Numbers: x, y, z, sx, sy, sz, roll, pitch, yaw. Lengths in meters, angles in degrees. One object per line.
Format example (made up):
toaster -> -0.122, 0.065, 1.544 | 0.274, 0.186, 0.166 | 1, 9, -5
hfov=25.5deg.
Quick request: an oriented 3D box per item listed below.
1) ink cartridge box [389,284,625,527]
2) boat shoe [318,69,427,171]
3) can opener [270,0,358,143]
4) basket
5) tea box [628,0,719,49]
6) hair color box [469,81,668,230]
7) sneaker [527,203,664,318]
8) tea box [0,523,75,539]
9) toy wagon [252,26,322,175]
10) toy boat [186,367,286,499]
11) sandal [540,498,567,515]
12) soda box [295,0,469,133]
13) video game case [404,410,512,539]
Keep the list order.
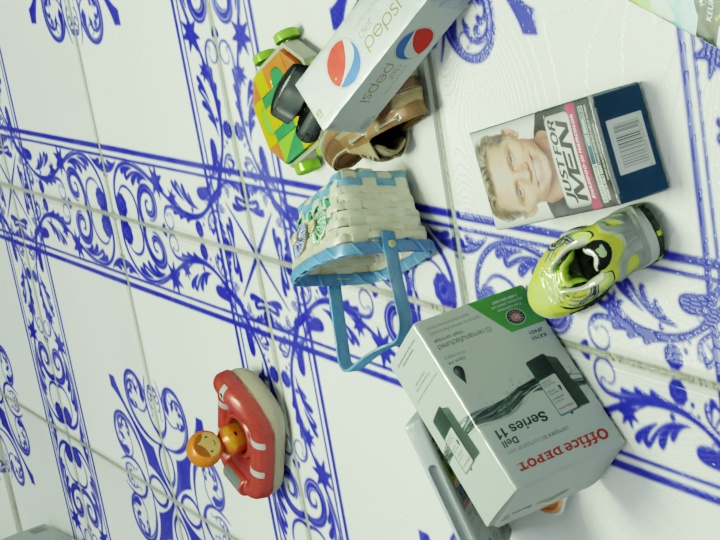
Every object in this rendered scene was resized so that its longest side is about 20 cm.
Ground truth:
ink cartridge box -> 0.145, 0.132, 1.574 | 0.201, 0.146, 0.083 | 58, 147, 22
boat shoe -> 0.013, -0.150, 1.722 | 0.072, 0.075, 0.200 | 63, 152, 11
can opener -> -0.027, -0.219, 1.737 | 0.200, 0.078, 0.064 | -51, 35, 39
basket -> 0.000, 0.000, 1.760 | 0.176, 0.138, 0.202 | -37, 64, 60
tea box -> 0.276, -0.277, 1.114 | 0.197, 0.133, 0.201 | 40, 139, 45
hair color box -> 0.186, -0.100, 1.454 | 0.200, 0.060, 0.101 | -12, 95, 62
sneaker -> 0.198, -0.005, 1.472 | 0.076, 0.076, 0.200 | 64, 152, 11
tea box -> -0.656, 0.654, 3.301 | 0.200, 0.133, 0.198 | 5, 110, 60
toy wagon -> -0.069, -0.205, 1.870 | 0.200, 0.039, 0.156 | -33, 77, 61
toy boat -> -0.184, 0.236, 2.235 | 0.130, 0.130, 0.201 | 42, 140, 42
sandal -> 0.142, 0.192, 1.701 | 0.207, 0.059, 0.080 | 48, 144, 38
soda box -> 0.022, -0.230, 1.597 | 0.200, 0.063, 0.068 | -49, 60, 32
video game case -> 0.106, 0.223, 1.678 | 0.183, 0.022, 0.200 | 65, -168, -1
